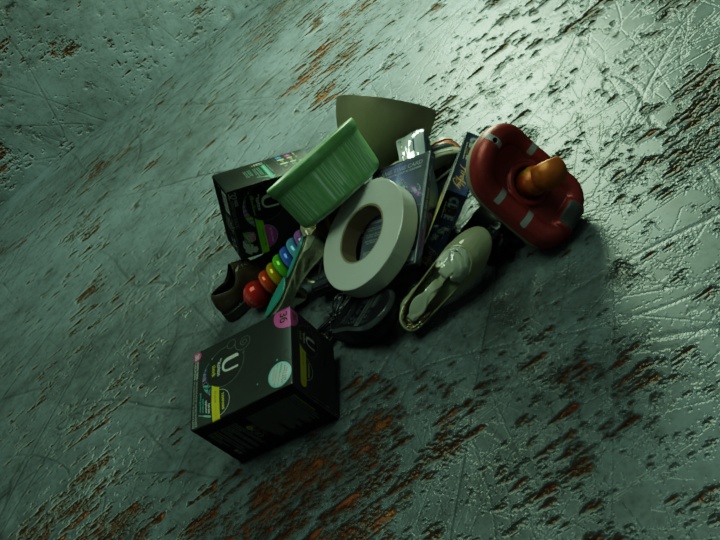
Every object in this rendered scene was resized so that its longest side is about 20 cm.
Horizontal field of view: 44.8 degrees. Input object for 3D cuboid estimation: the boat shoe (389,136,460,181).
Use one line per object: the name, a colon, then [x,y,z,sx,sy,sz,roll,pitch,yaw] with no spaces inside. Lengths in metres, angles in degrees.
boat shoe: [0.104,-0.175,1.630,0.199,0.071,0.063,-34,34,5]

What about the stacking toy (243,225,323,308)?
stacking toy: [-0.147,0.001,1.684,0.200,0.085,0.086,-43,30,10]

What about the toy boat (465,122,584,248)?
toy boat: [0.252,-0.132,1.269,0.131,0.199,0.131,-55,8,-21]

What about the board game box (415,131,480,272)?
board game box: [0.143,-0.105,1.407,0.201,0.034,0.136,108,-177,-53]

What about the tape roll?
tape roll: [0.014,-0.055,1.448,0.202,0.037,0.205,-31,46,39]

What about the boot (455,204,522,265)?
boot: [0.207,-0.096,1.418,0.163,0.073,0.198,-54,31,-9]

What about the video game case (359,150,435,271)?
video game case: [0.059,-0.090,1.462,0.142,0.019,0.202,-14,59,47]

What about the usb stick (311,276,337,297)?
usb stick: [0.000,0.000,1.545,0.198,0.033,0.055,-23,1,27]

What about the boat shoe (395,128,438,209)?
boat shoe: [0.095,-0.171,1.544,0.066,0.074,0.201,-17,38,16]

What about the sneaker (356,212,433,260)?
sneaker: [0.030,-0.081,1.571,0.199,0.086,0.081,-27,32,23]

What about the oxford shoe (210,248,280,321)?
oxford shoe: [-0.218,0.003,1.745,0.200,0.085,0.072,-47,29,-12]

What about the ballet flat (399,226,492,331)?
ballet flat: [0.125,0.017,1.326,0.201,0.069,0.070,-52,27,20]

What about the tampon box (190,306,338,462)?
tampon box: [-0.152,0.182,1.383,0.199,0.126,0.151,-28,44,21]

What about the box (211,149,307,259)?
box: [-0.174,-0.135,1.740,0.198,0.150,0.124,-18,28,-16]

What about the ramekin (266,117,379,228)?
ramekin: [-0.061,-0.167,1.538,0.200,0.098,0.200,-40,9,8]

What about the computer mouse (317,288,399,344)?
computer mouse: [0.008,0.078,1.440,0.139,0.053,0.199,-55,22,-22]

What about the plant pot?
plant pot: [0.040,-0.259,1.714,0.199,0.199,0.136,14,96,54]

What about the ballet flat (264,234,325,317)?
ballet flat: [-0.115,0.025,1.606,0.068,0.062,0.201,-88,23,-56]

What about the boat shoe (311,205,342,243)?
boat shoe: [-0.037,-0.105,1.662,0.070,0.070,0.200,-41,2,36]
